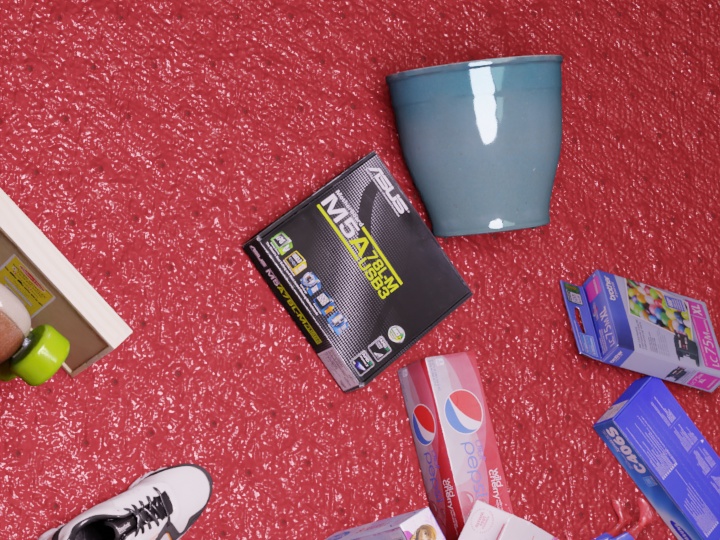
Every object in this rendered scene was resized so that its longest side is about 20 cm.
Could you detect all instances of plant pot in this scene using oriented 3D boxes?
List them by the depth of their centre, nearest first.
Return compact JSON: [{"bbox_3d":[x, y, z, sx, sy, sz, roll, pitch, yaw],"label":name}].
[{"bbox_3d":[0.137,-0.135,1.804,0.200,0.200,0.188,-8,94,-32],"label":"plant pot"}]

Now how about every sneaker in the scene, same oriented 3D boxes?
[{"bbox_3d":[-0.216,0.243,1.535,0.200,0.080,0.074,-29,88,-35],"label":"sneaker"}]

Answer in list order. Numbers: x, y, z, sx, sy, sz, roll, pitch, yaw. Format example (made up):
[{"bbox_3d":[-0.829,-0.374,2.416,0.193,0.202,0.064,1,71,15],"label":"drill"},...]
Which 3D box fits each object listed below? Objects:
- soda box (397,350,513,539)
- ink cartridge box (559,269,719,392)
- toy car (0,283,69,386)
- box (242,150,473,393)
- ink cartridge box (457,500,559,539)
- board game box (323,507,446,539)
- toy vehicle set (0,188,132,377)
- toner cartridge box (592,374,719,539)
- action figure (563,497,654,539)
[{"bbox_3d":[0.104,0.192,1.745,0.070,0.063,0.200,-7,78,-32],"label":"soda box"},{"bbox_3d":[0.337,0.068,1.911,0.200,0.042,0.119,14,45,-24],"label":"ink cartridge box"},{"bbox_3d":[-0.397,0.091,1.449,0.164,0.158,0.200,44,69,-23],"label":"toy car"},{"bbox_3d":[0.000,0.000,1.757,0.193,0.048,0.200,-37,95,-31],"label":"box"},{"bbox_3d":[0.144,0.310,1.651,0.200,0.068,0.115,38,75,-55],"label":"ink cartridge box"},{"bbox_3d":[0.052,0.341,1.585,0.041,0.199,0.200,-27,90,-32],"label":"board game box"},{"bbox_3d":[-0.313,0.009,1.527,0.200,0.124,0.027,48,57,-9],"label":"toy vehicle set"},{"bbox_3d":[0.369,0.230,1.897,0.095,0.043,0.200,-40,96,-32],"label":"toner cartridge box"},{"bbox_3d":[0.236,0.306,1.784,0.200,0.065,0.099,-44,104,-34],"label":"action figure"}]
